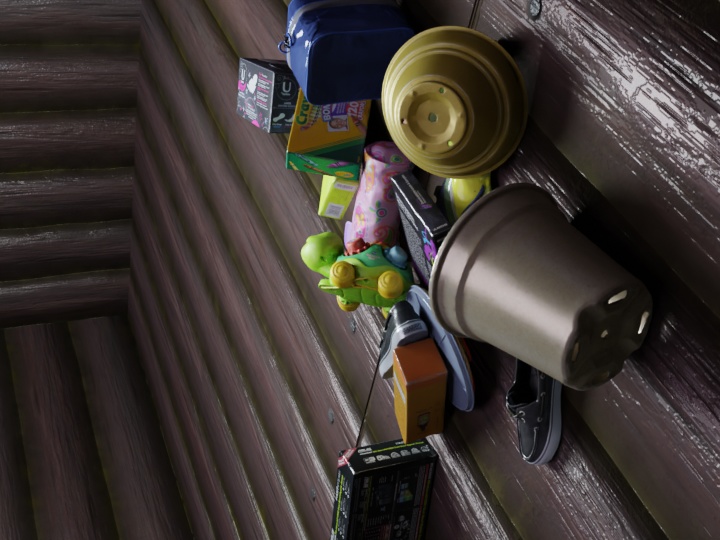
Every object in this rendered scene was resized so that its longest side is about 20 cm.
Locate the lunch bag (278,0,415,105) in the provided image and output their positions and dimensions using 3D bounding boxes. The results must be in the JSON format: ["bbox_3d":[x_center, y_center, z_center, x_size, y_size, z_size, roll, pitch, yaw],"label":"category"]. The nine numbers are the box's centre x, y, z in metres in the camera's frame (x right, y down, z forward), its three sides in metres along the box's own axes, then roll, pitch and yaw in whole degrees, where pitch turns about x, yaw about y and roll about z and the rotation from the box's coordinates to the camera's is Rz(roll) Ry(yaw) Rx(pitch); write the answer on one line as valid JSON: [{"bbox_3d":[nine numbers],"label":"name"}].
[{"bbox_3d":[-0.027,-0.348,1.452,0.136,0.199,0.133,102,154,-46],"label":"lunch bag"}]

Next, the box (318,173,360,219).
[{"bbox_3d":[-0.029,-0.203,1.612,0.122,0.047,0.201,120,159,-60],"label":"box"}]

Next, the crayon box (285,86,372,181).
[{"bbox_3d":[-0.045,-0.251,1.525,0.058,0.118,0.201,103,177,-67],"label":"crayon box"}]

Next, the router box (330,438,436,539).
[{"bbox_3d":[0.035,0.375,1.547,0.062,0.149,0.201,-132,43,-53],"label":"router box"}]

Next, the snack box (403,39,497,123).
[{"bbox_3d":[0.118,-0.243,1.303,0.200,0.072,0.024,122,135,-55],"label":"snack box"}]

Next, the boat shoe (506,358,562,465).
[{"bbox_3d":[0.214,0.158,1.189,0.070,0.066,0.201,-134,44,-55],"label":"boat shoe"}]

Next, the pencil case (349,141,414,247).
[{"bbox_3d":[0.033,-0.105,1.522,0.087,0.087,0.201,-126,38,-49],"label":"pencil case"}]

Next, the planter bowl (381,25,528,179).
[{"bbox_3d":[0.104,-0.200,1.195,0.200,0.083,0.201,10,116,22],"label":"planter bowl"}]

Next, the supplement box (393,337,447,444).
[{"bbox_3d":[0.087,0.185,1.420,0.200,0.066,0.069,86,164,-53],"label":"supplement box"}]

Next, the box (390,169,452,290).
[{"bbox_3d":[0.103,-0.027,1.344,0.143,0.036,0.200,59,172,44],"label":"box"}]

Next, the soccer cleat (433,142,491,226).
[{"bbox_3d":[0.154,-0.140,1.282,0.084,0.065,0.201,33,126,32],"label":"soccer cleat"}]

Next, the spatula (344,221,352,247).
[{"bbox_3d":[0.021,-0.026,1.643,0.200,0.020,0.057,-135,46,-55],"label":"spatula"}]

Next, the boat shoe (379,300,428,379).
[{"bbox_3d":[0.061,0.106,1.430,0.200,0.068,0.057,105,144,-63],"label":"boat shoe"}]

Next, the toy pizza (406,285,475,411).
[{"bbox_3d":[0.123,0.110,1.384,0.201,0.032,0.200,61,168,24],"label":"toy pizza"}]

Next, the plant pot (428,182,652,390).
[{"bbox_3d":[0.209,0.030,1.046,0.183,0.200,0.201,39,131,45],"label":"plant pot"}]

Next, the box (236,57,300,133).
[{"bbox_3d":[-0.143,-0.336,1.806,0.200,0.132,0.115,-140,52,-58],"label":"box"}]

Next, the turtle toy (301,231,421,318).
[{"bbox_3d":[0.000,0.000,1.476,0.146,0.199,0.101,80,-155,-68],"label":"turtle toy"}]
